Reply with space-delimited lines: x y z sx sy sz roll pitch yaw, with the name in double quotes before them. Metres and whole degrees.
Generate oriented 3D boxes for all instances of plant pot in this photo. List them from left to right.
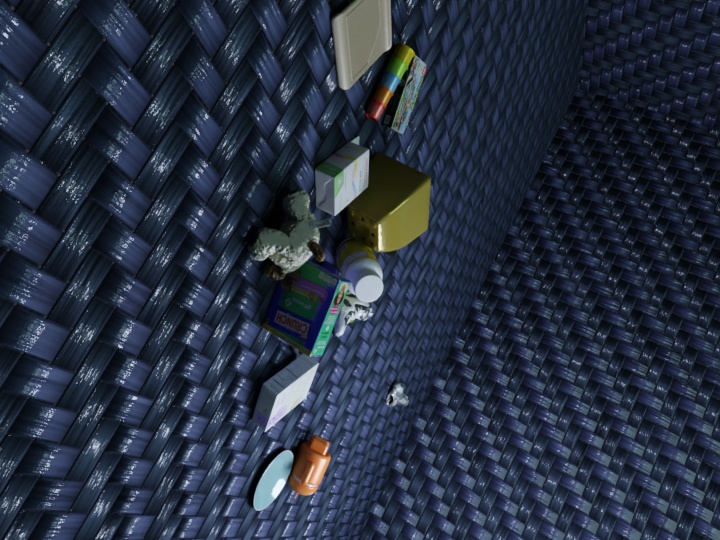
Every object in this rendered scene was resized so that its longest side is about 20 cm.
"plant pot" 0.064 -0.172 1.730 0.200 0.191 0.199 -43 148 -32

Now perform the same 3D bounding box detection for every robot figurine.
"robot figurine" -0.173 0.663 2.070 0.115 0.142 0.205 26 87 -37

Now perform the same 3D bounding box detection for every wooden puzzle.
"wooden puzzle" 0.003 -0.553 1.431 0.201 0.037 0.188 -48 151 -28

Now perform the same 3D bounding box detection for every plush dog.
"plush dog" -0.154 -0.061 1.436 0.202 0.159 0.172 -54 -179 -20

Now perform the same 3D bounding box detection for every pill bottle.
"pill bottle" 0.000 0.000 1.707 0.107 0.201 0.114 -7 121 -11

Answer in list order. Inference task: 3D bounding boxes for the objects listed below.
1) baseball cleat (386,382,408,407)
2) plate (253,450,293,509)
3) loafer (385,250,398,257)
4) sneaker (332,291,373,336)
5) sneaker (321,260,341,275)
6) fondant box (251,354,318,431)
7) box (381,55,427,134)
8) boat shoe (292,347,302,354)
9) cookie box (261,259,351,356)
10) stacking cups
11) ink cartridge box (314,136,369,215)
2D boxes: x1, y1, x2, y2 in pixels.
"baseball cleat" 0.163 0.587 2.805 0.107 0.069 0.202 -49 143 -20
"plate" -0.281 0.658 1.943 0.200 0.025 0.204 -47 149 -39
"loafer" 0.105 -0.127 1.999 0.073 0.071 0.203 -55 156 -33
"sneaker" -0.018 0.126 1.803 0.080 0.127 0.202 -50 -158 33
"sneaker" -0.128 0.068 1.659 0.203 0.079 0.115 -62 158 -7
"fondant box" -0.211 0.340 1.733 0.199 0.058 0.147 -31 148 -52
"box" 0.127 -0.498 1.742 0.109 0.034 0.206 -4 115 -65
"boat shoe" -0.123 0.165 1.742 0.203 0.067 0.071 -58 152 11
"cookie box" -0.137 0.087 1.545 0.075 0.168 0.205 12 102 -63
"stacking cups" 0.076 -0.489 1.609 0.205 0.059 0.060 -65 157 -4
"ink cartridge box" -0.034 -0.248 1.584 0.200 0.066 0.120 -46 149 -39
